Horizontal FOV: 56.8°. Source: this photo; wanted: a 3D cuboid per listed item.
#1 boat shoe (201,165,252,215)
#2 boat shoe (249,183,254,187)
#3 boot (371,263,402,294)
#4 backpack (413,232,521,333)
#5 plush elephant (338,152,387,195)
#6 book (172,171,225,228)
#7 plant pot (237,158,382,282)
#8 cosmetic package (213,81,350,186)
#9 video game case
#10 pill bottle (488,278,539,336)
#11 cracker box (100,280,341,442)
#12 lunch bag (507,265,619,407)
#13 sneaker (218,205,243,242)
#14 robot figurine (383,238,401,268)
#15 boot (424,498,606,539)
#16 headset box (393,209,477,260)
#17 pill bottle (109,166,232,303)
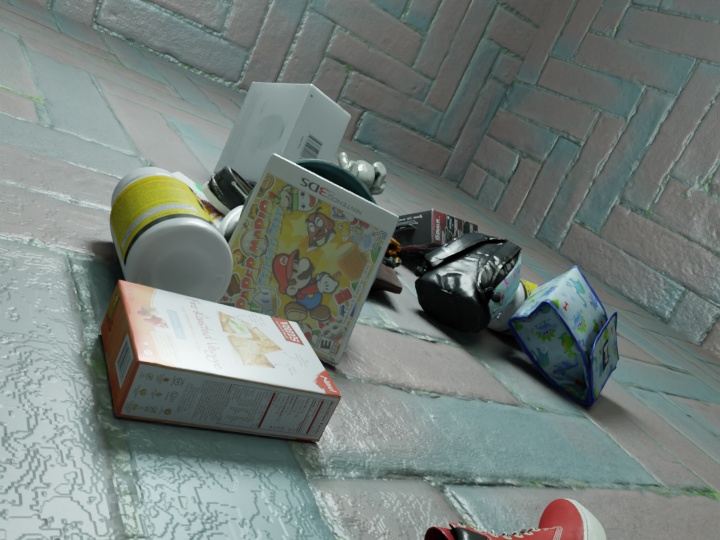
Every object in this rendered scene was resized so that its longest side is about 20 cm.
[{"bbox_3d":[-0.171,-0.103,1.085,0.199,0.060,0.074,38,17,-47],"label":"boat shoe"},{"bbox_3d":[-0.147,-0.101,1.209,0.197,0.061,0.076,23,15,-15],"label":"boat shoe"},{"bbox_3d":[0.000,0.000,1.104,0.164,0.073,0.200,21,12,-15],"label":"boot"},{"bbox_3d":[0.208,0.019,1.214,0.165,0.128,0.199,28,46,29],"label":"backpack"},{"bbox_3d":[-0.029,-0.203,1.574,0.199,0.157,0.164,35,17,30],"label":"plush elephant"},{"bbox_3d":[-0.262,-0.089,1.014,0.132,0.048,0.200,32,14,-5],"label":"book"},{"bbox_3d":[-0.081,-0.040,0.914,0.197,0.204,0.134,22,-7,-19],"label":"plant pot"},{"bbox_3d":[-0.153,-0.242,1.282,0.198,0.203,0.122,19,-6,44],"label":"cosmetic package"},{"bbox_3d":[-0.069,-0.015,0.813,0.179,0.203,0.023,25,-12,-6],"label":"video game case"},{"bbox_3d":[0.345,0.085,1.352,0.197,0.114,0.113,18,17,-33],"label":"pill bottle"},{"bbox_3d":[-0.130,0.085,0.620,0.197,0.058,0.134,18,18,-34],"label":"cracker box"},{"bbox_3d":[0.383,0.121,1.196,0.169,0.127,0.202,-32,89,-48],"label":"lunch bag"},{"bbox_3d":[-0.129,-0.055,1.008,0.098,0.072,0.199,16,16,24],"label":"sneaker"},{"bbox_3d":[0.001,-0.061,1.341,0.198,0.059,0.145,12,22,-44],"label":"robot figurine"},{"bbox_3d":[0.129,0.232,0.564,0.142,0.073,0.200,28,18,10],"label":"boot"},{"bbox_3d":[0.151,-0.076,1.498,0.147,0.079,0.198,-7,-14,43],"label":"headset box"},{"bbox_3d":[-0.225,-0.041,0.762,0.113,0.116,0.200,16,19,-35],"label":"pill bottle"}]
